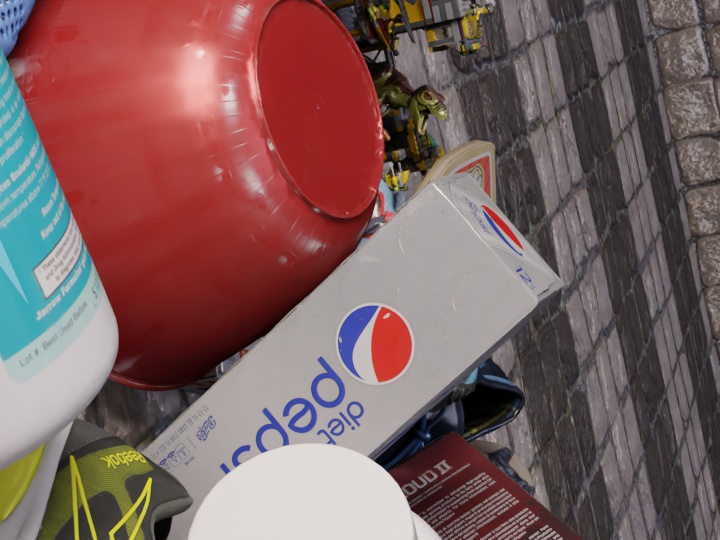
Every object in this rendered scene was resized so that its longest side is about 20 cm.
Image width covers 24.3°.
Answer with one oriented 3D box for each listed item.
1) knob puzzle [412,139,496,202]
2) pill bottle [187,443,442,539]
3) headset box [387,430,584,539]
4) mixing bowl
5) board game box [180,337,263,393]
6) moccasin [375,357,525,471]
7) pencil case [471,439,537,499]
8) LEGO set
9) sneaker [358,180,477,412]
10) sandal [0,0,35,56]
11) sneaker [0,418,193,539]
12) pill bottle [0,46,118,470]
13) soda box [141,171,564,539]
[{"bbox_3d":[0.060,0.010,1.082,0.219,0.030,0.221,13,90,-68],"label":"knob puzzle"},{"bbox_3d":[-0.008,0.161,0.672,0.201,0.111,0.113,77,14,-49],"label":"pill bottle"},{"bbox_3d":[0.072,0.194,0.875,0.077,0.200,0.149,-29,139,-31],"label":"headset box"},{"bbox_3d":[-0.060,-0.057,0.713,0.200,0.108,0.201,30,53,-50],"label":"mixing bowl"},{"bbox_3d":[-0.067,-0.035,0.853,0.126,0.034,0.201,26,56,-67],"label":"board game box"},{"bbox_3d":[0.033,0.077,0.959,0.200,0.068,0.081,-22,129,-53],"label":"moccasin"},{"bbox_3d":[0.068,0.201,1.062,0.078,0.089,0.201,36,37,-23],"label":"pencil case"},{"bbox_3d":[0.031,-0.122,1.059,0.200,0.115,0.155,-4,84,-71],"label":"LEGO set"},{"bbox_3d":[0.000,0.000,0.896,0.200,0.079,0.096,-123,-163,-52],"label":"sneaker"},{"bbox_3d":[-0.134,-0.165,0.649,0.080,0.087,0.201,56,31,-53],"label":"sandal"},{"bbox_3d":[-0.101,0.125,0.550,0.201,0.084,0.075,-83,-161,-43],"label":"sneaker"},{"bbox_3d":[-0.153,-0.040,0.482,0.111,0.110,0.201,-67,143,-59],"label":"pill bottle"},{"bbox_3d":[-0.011,0.049,0.710,0.068,0.200,0.063,48,17,7],"label":"soda box"}]
